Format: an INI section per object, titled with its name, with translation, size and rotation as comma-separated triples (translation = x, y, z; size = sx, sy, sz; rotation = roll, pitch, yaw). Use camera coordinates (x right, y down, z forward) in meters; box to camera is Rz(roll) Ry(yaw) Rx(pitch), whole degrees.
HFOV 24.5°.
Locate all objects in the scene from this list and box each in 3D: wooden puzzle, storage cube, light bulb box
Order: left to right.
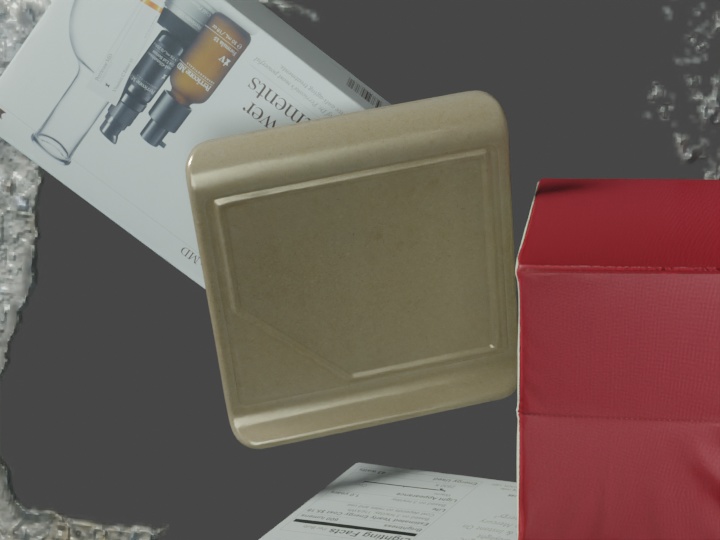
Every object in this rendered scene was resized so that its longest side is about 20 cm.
[wooden puzzle]
translation = 0.000, 0.000, 0.981
size = 0.184, 0.037, 0.201
rotation = -11, 119, -7
[light bulb box]
translation = 0.032, 0.215, 0.959
size = 0.198, 0.200, 0.125
rotation = 2, 111, 34
[storage cube]
translation = 0.182, 0.050, 0.930
size = 0.179, 0.200, 0.172
rotation = 1, 109, 11

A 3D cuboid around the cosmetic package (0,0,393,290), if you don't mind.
[cosmetic package]
translation = -0.103, -0.093, 0.983
size = 0.200, 0.052, 0.151
rotation = 37, 110, -8
